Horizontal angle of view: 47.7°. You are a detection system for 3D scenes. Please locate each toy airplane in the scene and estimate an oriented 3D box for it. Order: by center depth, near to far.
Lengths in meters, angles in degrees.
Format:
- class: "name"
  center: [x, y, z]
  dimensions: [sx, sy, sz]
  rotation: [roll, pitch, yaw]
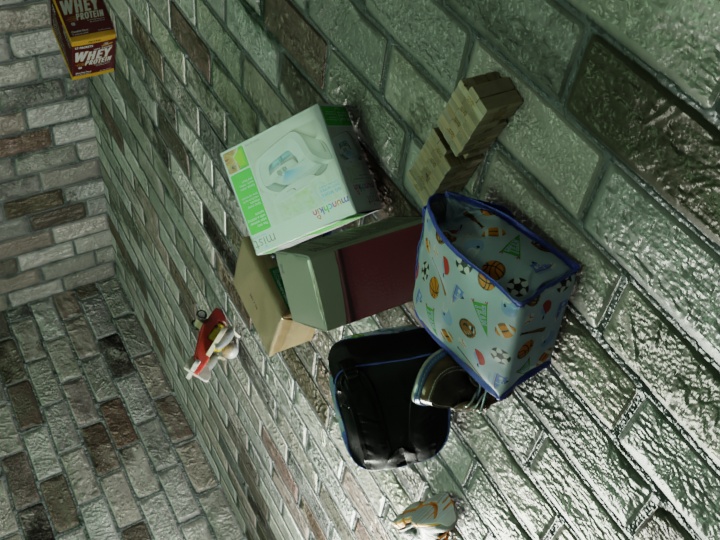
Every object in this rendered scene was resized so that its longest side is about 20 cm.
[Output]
- class: "toy airplane"
  center: [-0.405, 0.219, 2.240]
  dimensions: [0.200, 0.141, 0.200]
  rotation: [-141, 70, -70]

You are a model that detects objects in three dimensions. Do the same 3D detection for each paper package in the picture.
- class: "paper package"
  center: [-0.172, 0.043, 1.673]
  dimensions: [0.200, 0.103, 0.191]
  rotation: [61, 154, 22]

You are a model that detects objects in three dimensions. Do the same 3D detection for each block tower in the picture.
- class: "block tower"
  center: [0.120, -0.156, 0.980]
  dimensions: [0.054, 0.058, 0.200]
  rotation: [62, 152, 17]

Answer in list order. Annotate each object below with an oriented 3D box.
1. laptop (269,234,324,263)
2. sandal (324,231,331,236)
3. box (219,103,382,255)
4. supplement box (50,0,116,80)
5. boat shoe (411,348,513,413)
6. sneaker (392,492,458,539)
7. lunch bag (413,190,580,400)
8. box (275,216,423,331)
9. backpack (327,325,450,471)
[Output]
- class: "laptop"
  center: [-0.070, -0.003, 1.453]
  dimensions: [0.177, 0.103, 0.200]
  rotation: [49, -176, -12]
- class: "sandal"
  center: [-0.084, -0.139, 1.397]
  dimensions: [0.087, 0.079, 0.201]
  rotation: [4, 122, 35]
- class: "box"
  center: [-0.092, -0.140, 1.277]
  dimensions: [0.199, 0.097, 0.177]
  rotation: [-19, 89, 29]
- class: "supplement box"
  center: [-0.838, -0.723, 2.462]
  dimensions: [0.198, 0.132, 0.200]
  rotation: [65, 155, 12]
- class: "boat shoe"
  center: [0.137, 0.142, 1.032]
  dimensions: [0.072, 0.200, 0.072]
  rotation: [24, 104, 31]
- class: "sneaker"
  center: [0.124, 0.434, 1.391]
  dimensions: [0.077, 0.078, 0.200]
  rotation: [53, 157, 6]
- class: "lunch bag"
  center: [0.145, 0.019, 0.976]
  dimensions: [0.200, 0.124, 0.170]
  rotation: [39, 142, 35]
- class: "box"
  center: [0.000, 0.000, 1.166]
  dimensions: [0.128, 0.199, 0.109]
  rotation: [9, 115, 63]
- class: "backpack"
  center: [0.048, 0.189, 1.241]
  dimensions: [0.147, 0.182, 0.201]
  rotation: [-107, 8, -65]
